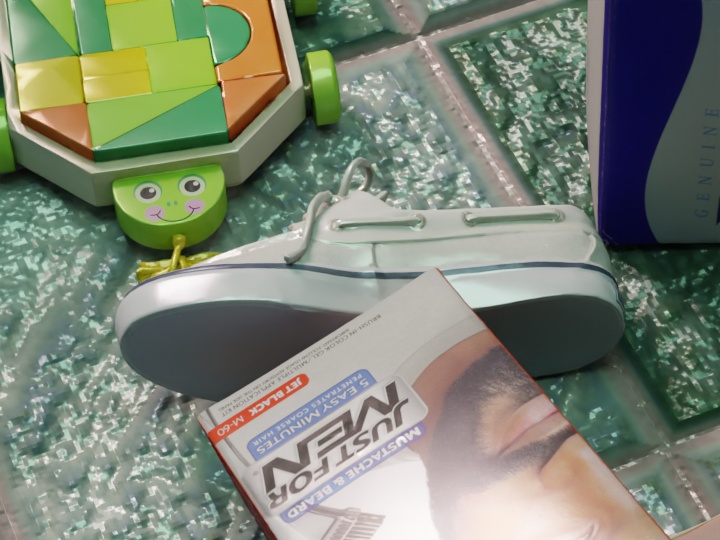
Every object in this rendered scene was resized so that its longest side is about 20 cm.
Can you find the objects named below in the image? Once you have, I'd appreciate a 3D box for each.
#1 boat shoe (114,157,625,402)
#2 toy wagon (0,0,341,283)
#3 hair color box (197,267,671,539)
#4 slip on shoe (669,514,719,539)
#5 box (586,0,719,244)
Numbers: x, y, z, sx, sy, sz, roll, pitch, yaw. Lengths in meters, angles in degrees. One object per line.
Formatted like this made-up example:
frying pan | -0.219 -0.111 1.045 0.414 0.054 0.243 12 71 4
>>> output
boat shoe | 0.001 -0.003 1.092 0.202 0.075 0.086 -6 51 -5
toy wagon | -0.088 -0.079 1.182 0.155 0.040 0.200 -9 50 -4
hair color box | 0.031 0.093 0.970 0.111 0.064 0.200 -32 38 -6
slip on shoe | 0.091 0.141 0.979 0.200 0.061 0.076 -24 37 5
box | 0.192 -0.104 1.096 0.200 0.184 0.105 -1 52 3
